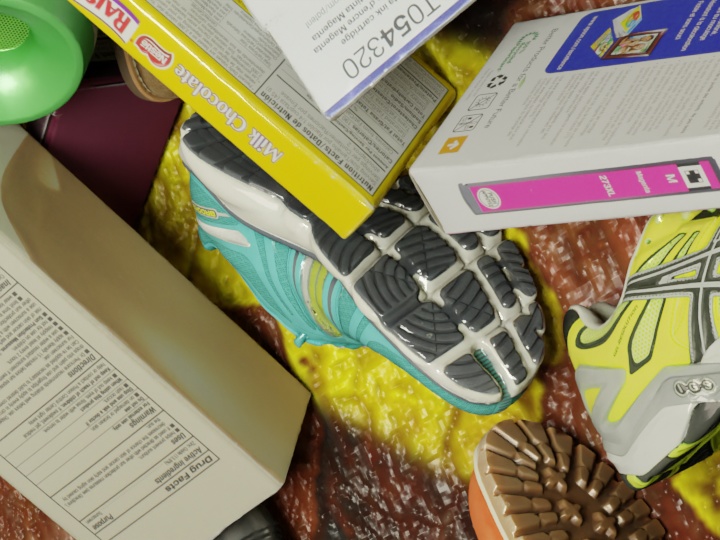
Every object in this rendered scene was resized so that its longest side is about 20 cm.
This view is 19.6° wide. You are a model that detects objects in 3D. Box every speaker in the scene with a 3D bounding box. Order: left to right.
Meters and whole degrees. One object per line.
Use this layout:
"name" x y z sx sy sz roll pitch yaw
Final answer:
"speaker" -0.151 -0.160 0.886 0.088 0.088 0.201 -42 38 38

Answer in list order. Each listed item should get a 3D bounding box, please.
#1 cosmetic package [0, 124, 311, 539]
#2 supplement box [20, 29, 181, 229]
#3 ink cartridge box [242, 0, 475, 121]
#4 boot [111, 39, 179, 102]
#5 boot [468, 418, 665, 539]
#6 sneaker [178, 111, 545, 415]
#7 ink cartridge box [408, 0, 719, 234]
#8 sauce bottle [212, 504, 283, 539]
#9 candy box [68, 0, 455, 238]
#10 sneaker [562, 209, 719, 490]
"cosmetic package" -0.128 0.034 0.899 0.105 0.071 0.200 -35 111 30
"supplement box" -0.184 -0.100 0.981 0.200 0.085 0.111 42 124 27
"ink cartridge box" 0.015 -0.189 0.778 0.196 0.043 0.201 -38 73 14
"boot" -0.054 -0.159 0.874 0.075 0.073 0.202 23 111 24
"boot" 0.086 0.160 0.814 0.107 0.075 0.201 -42 72 43
"sneaker" 0.000 0.000 0.868 0.200 0.077 0.080 38 140 34
"ink cartridge box" 0.118 -0.061 0.724 0.199 0.095 0.037 -7 126 42
"sauce bottle" -0.006 0.194 0.900 0.201 0.066 0.066 55 128 16
"candy box" -0.057 -0.106 0.812 0.200 0.102 0.026 41 130 -3
"sneaker" 0.138 -0.003 0.732 0.200 0.075 0.077 -48 68 34
